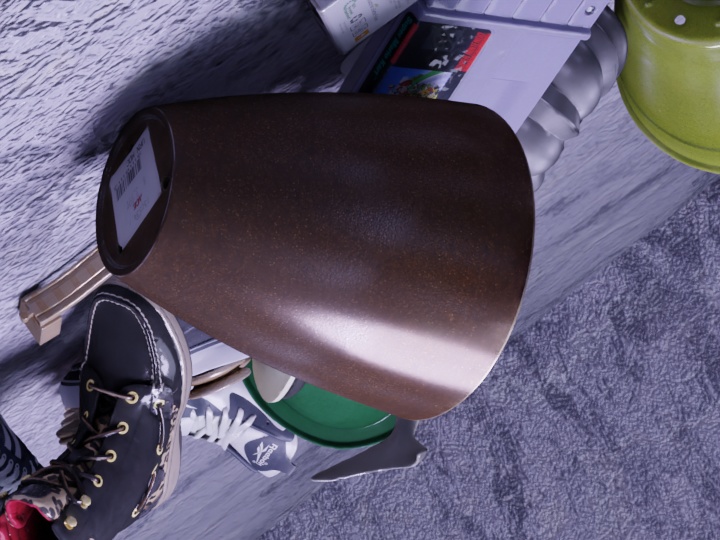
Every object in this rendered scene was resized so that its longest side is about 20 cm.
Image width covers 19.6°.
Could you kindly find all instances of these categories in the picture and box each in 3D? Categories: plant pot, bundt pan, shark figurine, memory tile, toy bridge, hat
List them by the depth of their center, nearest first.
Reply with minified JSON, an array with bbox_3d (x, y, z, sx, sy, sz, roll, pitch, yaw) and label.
[{"bbox_3d":[-0.038,-0.024,1.158,0.200,0.187,0.187,12,142,-30],"label":"plant pot"},{"bbox_3d":[0.020,0.025,1.318,0.128,0.089,0.215,-14,114,-78],"label":"shark figurine"},{"bbox_3d":[-0.132,-0.019,1.333,0.200,0.027,0.067,-32,168,-21],"label":"toy bridge"},{"bbox_3d":[0.116,-0.111,1.445,0.202,0.076,0.202,-55,179,-1],"label":"bundt pan"},{"bbox_3d":[0.262,-0.190,1.489,0.200,0.201,0.193,-37,159,6],"label":"plant pot"},{"bbox_3d":[-0.156,0.090,1.586,0.153,0.017,0.200,-23,-175,-3],"label":"memory tile"},{"bbox_3d":[-0.037,0.067,1.617,0.166,0.200,0.176,-48,-179,11],"label":"hat"}]

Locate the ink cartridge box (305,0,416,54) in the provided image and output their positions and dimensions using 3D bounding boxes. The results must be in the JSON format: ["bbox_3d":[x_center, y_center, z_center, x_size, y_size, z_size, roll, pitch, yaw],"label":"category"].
[{"bbox_3d":[0.056,-0.195,1.121,0.200,0.037,0.095,-34,170,0],"label":"ink cartridge box"}]

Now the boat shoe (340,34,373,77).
[{"bbox_3d":[0.032,-0.114,1.342,0.071,0.064,0.200,-35,171,-8],"label":"boat shoe"}]

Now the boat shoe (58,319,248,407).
[{"bbox_3d":[-0.141,0.046,1.514,0.200,0.068,0.072,-19,-173,28],"label":"boat shoe"}]

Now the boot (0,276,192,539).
[{"bbox_3d":[-0.181,0.117,1.396,0.151,0.073,0.200,-50,153,-47],"label":"boot"}]

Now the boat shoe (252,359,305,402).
[{"bbox_3d":[-0.027,0.011,1.522,0.063,0.074,0.202,1,121,-34],"label":"boat shoe"}]

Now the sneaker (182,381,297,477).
[{"bbox_3d":[-0.117,0.137,1.847,0.199,0.130,0.079,-26,165,-47],"label":"sneaker"}]

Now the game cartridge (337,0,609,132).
[{"bbox_3d":[0.053,-0.111,1.265,0.129,0.038,0.200,-1,140,-36],"label":"game cartridge"}]

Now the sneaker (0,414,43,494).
[{"bbox_3d":[-0.256,0.142,1.428,0.070,0.109,0.200,-36,171,-3],"label":"sneaker"}]
